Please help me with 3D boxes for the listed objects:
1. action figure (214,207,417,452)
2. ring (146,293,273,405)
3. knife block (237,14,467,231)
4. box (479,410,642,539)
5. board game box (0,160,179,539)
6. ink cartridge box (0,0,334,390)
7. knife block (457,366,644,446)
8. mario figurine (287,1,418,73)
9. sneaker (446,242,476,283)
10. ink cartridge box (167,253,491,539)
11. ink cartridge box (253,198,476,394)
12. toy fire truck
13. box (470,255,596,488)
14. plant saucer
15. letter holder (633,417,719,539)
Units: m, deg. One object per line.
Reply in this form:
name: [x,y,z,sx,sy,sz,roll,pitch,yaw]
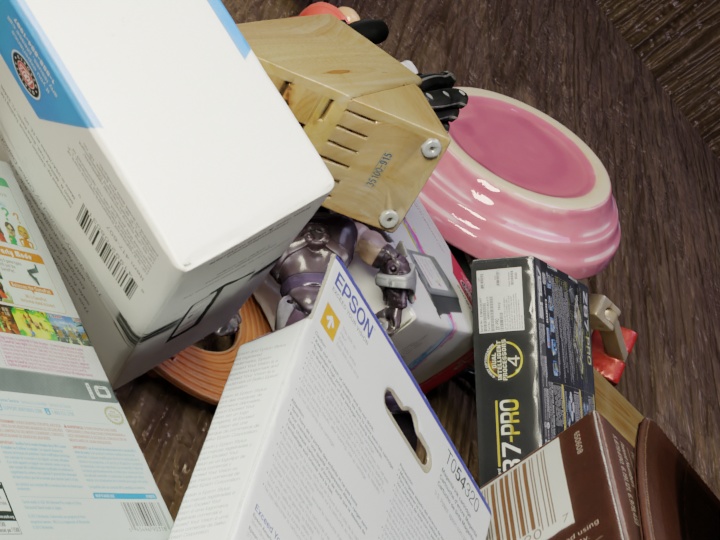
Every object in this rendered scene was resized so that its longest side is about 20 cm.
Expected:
action figure: [-0.026,0.025,0.940,0.070,0.130,0.200,96,-13,-49]
ring: [-0.117,-0.005,0.968,0.200,0.019,0.201,44,22,-23]
knife block: [-0.028,-0.104,0.962,0.199,0.064,0.176,19,24,-29]
box: [0.133,0.223,0.938,0.200,0.166,0.164,44,20,-24]
board game box: [-0.174,0.038,0.698,0.147,0.064,0.200,18,42,-61]
ink cartridge box: [-0.107,-0.045,0.789,0.146,0.084,0.200,57,-24,6]
knife block: [0.150,0.093,1.351,0.176,0.064,0.200,59,21,14]
mario figurine: [-0.003,-0.165,1.354,0.200,0.123,0.106,20,63,-66]
sneaker: [0.014,-0.026,1.257,0.087,0.076,0.200,12,39,-44]
ink cartridge box: [-0.009,0.131,0.796,0.197,0.043,0.200,59,32,-33]
ink cartridge box: [0.000,0.000,1.105,0.148,0.085,0.200,60,12,14]
toy fire truck: [0.155,0.025,1.362,0.141,0.049,0.200,24,-18,9]
box: [0.121,0.099,1.151,0.161,0.049,0.201,17,69,-66]
plant saucer: [0.108,-0.073,1.271,0.200,0.051,0.201,19,33,-13]
letter holder: [0.222,0.134,0.895,0.142,0.100,0.200,48,18,-10]
